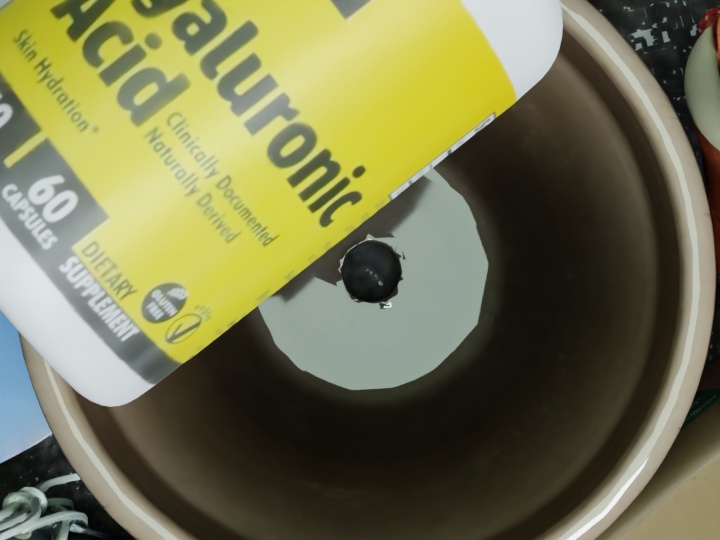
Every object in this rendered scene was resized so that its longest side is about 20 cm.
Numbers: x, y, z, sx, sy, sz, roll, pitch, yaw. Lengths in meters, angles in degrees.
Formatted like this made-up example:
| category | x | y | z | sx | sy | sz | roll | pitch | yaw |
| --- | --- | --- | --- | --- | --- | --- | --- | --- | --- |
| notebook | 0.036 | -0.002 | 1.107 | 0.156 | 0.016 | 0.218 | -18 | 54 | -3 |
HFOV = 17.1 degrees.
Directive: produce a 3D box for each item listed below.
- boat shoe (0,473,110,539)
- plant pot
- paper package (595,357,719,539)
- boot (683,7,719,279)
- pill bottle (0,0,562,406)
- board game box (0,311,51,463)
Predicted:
| category | x | y | z | sx | sy | sz | roll | pitch | yaw |
| --- | --- | --- | --- | --- | --- | --- | --- | --- | --- |
| boat shoe | -0.122 | 0.105 | 0.802 | 0.199 | 0.075 | 0.062 | -8 | 93 | 13 |
| plant pot | 0.000 | 0.000 | 0.751 | 0.199 | 0.175 | 0.202 | 0 | 90 | 0 |
| paper package | 0.159 | 0.118 | 0.760 | 0.200 | 0.103 | 0.191 | -38 | 91 | -17 |
| boot | 0.136 | -0.052 | 0.737 | 0.075 | 0.200 | 0.108 | -13 | 120 | 13 |
| pill bottle | -0.019 | -0.067 | 0.610 | 0.200 | 0.111 | 0.111 | -39 | 90 | 0 |
| board game box | -0.163 | -0.024 | 0.820 | 0.157 | 0.039 | 0.201 | 4 | 80 | -1 |
